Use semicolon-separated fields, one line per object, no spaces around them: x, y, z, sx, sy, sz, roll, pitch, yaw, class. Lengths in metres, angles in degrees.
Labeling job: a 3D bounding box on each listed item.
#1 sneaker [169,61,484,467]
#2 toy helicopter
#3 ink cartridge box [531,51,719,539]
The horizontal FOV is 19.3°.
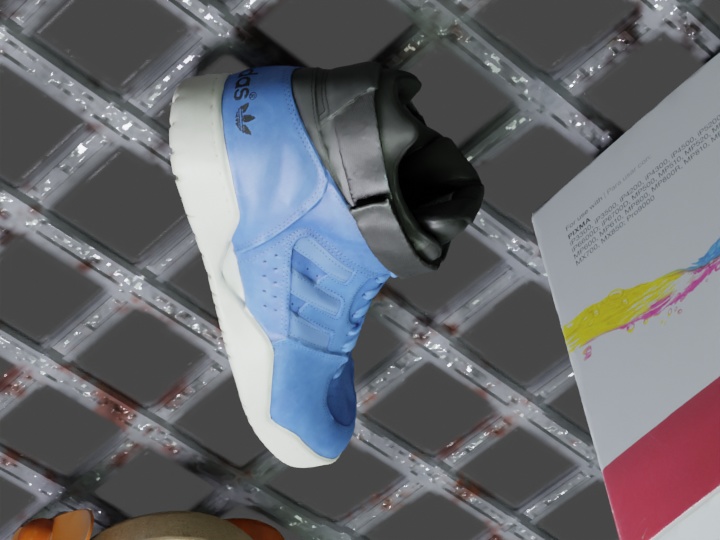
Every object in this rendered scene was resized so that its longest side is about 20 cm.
0.000;0.001;0.869;0.110;0.077;0.201;-6;127;12;sneaker
-0.136;0.162;1.003;0.199;0.079;0.132;-23;134;24;toy helicopter
0.178;0.030;0.837;0.145;0.201;0.144;33;119;-32;ink cartridge box
